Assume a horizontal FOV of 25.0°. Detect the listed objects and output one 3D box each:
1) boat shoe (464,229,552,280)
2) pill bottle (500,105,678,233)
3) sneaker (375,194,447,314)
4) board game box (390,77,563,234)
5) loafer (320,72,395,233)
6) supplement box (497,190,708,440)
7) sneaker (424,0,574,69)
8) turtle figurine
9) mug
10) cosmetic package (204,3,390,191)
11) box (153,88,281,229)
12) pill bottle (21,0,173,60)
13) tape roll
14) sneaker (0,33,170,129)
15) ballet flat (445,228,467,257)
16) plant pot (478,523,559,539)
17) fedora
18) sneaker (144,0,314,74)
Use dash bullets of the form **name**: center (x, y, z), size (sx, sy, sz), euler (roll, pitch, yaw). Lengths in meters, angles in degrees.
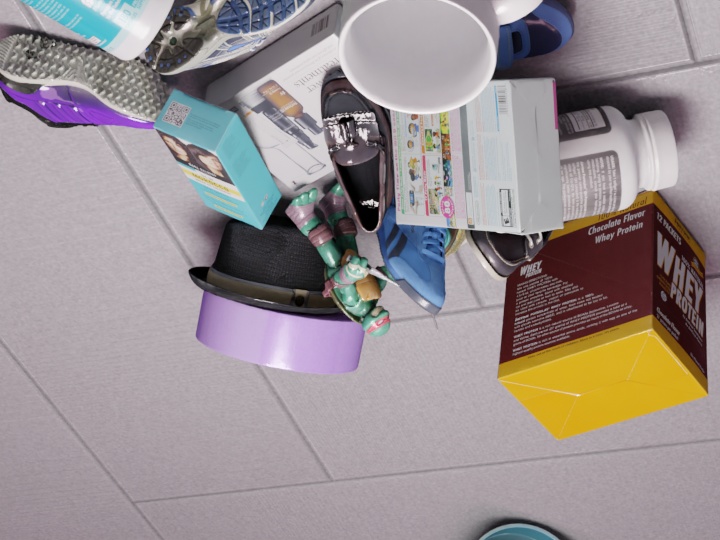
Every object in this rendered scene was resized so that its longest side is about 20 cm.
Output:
- **boat shoe**: center (0.168, -0.042, 1.778), size (0.062, 0.200, 0.073), euler (-35, 87, 21)
- **pill bottle**: center (0.227, -0.111, 1.704), size (0.198, 0.111, 0.111), euler (-11, 140, -3)
- **sneaker**: center (0.065, -0.036, 1.775), size (0.078, 0.201, 0.066), euler (-41, 125, 18)
- **board game box**: center (0.112, -0.117, 1.620), size (0.064, 0.149, 0.199), euler (-10, -170, -35)
- **loafer**: center (0.001, -0.121, 1.713), size (0.071, 0.063, 0.201), euler (-4, 142, 11)
- **supplement box**: center (0.277, 0.051, 1.835), size (0.196, 0.201, 0.133), euler (-21, 132, 31)
- **sneaker**: center (0.115, -0.229, 1.626), size (0.198, 0.083, 0.074), euler (-1, 138, 9)
- **turtle figurine**: center (0.000, 0.000, 1.817), size (0.100, 0.201, 0.149), euler (-36, 168, 18)
- **mug**: center (0.084, -0.265, 1.514), size (0.198, 0.177, 0.148), euler (-9, 138, 20)
- **cosmetic package**: center (-0.048, -0.180, 1.739), size (0.199, 0.052, 0.150), euler (-27, 132, 35)
- **box**: center (-0.152, -0.118, 1.766), size (0.082, 0.049, 0.200), euler (23, 164, 20)
- **pill bottle**: center (-0.285, -0.299, 1.591), size (0.199, 0.112, 0.111), euler (28, 137, -23)
- **tape roll**: center (-0.093, 0.065, 1.928), size (0.198, 0.200, 0.066), euler (12, 98, -4)
- **sneaker**: center (-0.301, -0.189, 1.768), size (0.198, 0.070, 0.100), euler (18, 147, -5)
- **ballet flat**: center (0.114, -0.065, 1.841), size (0.070, 0.071, 0.200), euler (20, 140, -14)
- **plant pot**: center (0.207, 0.493, 2.397), size (0.198, 0.202, 0.188), euler (18, 155, -12)
- **fedora**: center (-0.097, -0.013, 1.890), size (0.198, 0.201, 0.093), euler (11, 98, -3)
- **sneaker**: center (-0.122, -0.259, 1.643), size (0.198, 0.078, 0.085), euler (-20, 173, 25)
